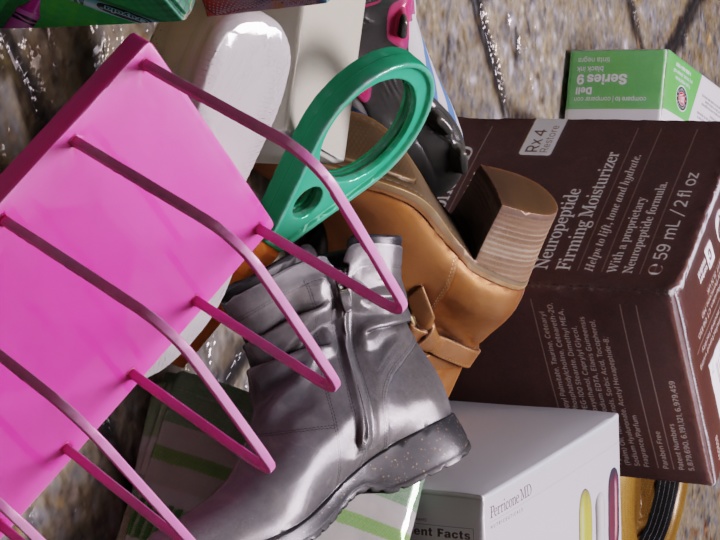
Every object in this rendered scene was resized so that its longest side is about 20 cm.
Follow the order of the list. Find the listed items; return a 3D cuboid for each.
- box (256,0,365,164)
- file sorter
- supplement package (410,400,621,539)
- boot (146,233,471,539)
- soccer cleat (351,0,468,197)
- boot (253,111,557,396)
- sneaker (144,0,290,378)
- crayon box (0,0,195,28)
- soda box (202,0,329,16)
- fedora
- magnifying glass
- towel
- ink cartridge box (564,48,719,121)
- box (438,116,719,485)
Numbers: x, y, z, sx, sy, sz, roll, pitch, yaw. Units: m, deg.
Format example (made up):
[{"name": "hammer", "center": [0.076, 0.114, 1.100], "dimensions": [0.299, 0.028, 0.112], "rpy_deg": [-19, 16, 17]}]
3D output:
[{"name": "box", "center": [-0.044, -0.161, 1.143], "dimensions": [0.068, 0.082, 0.202], "rpy_deg": [26, 68, -61]}, {"name": "file sorter", "center": [-0.096, 0.032, 0.933], "dimensions": [0.200, 0.125, 0.139], "rpy_deg": [-49, 141, -14]}, {"name": "supplement package", "center": [0.046, 0.151, 1.259], "dimensions": [0.200, 0.155, 0.112], "rpy_deg": [-20, 110, -60]}, {"name": "boot", "center": [-0.046, 0.066, 1.076], "dimensions": [0.199, 0.070, 0.132], "rpy_deg": [-26, 96, -36]}, {"name": "soccer cleat", "center": [0.002, -0.130, 1.255], "dimensions": [0.070, 0.086, 0.201], "rpy_deg": [-26, 121, -8]}, {"name": "boot", "center": [0.000, 0.000, 1.237], "dimensions": [0.155, 0.199, 0.074], "rpy_deg": [-62, -160, 27]}, {"name": "sneaker", "center": [-0.102, -0.042, 1.055], "dimensions": [0.075, 0.088, 0.201], "rpy_deg": [14, 103, -46]}, {"name": "crayon box", "center": [-0.110, -0.207, 0.968], "dimensions": [0.058, 0.118, 0.201], "rpy_deg": [48, 51, -50]}, {"name": "soda box", "center": [-0.009, -0.184, 1.043], "dimensions": [0.200, 0.068, 0.064], "rpy_deg": [-46, 127, -54]}, {"name": "fedora", "center": [0.186, 0.140, 1.599], "dimensions": [0.200, 0.081, 0.202], "rpy_deg": [-35, 129, -58]}, {"name": "magnifying glass", "center": [-0.035, -0.031, 1.111], "dimensions": [0.200, 0.022, 0.080], "rpy_deg": [-48, 152, 6]}, {"name": "towel", "center": [-0.059, 0.163, 1.099], "dimensions": [0.023, 0.152, 0.201], "rpy_deg": [130, -21, -64]}, {"name": "ink cartridge box", "center": [0.209, -0.052, 1.633], "dimensions": [0.146, 0.083, 0.202], "rpy_deg": [21, 74, -61]}, {"name": "box", "center": [0.141, 0.016, 1.379], "dimensions": [0.166, 0.199, 0.165], "rpy_deg": [-62, 145, -42]}]
